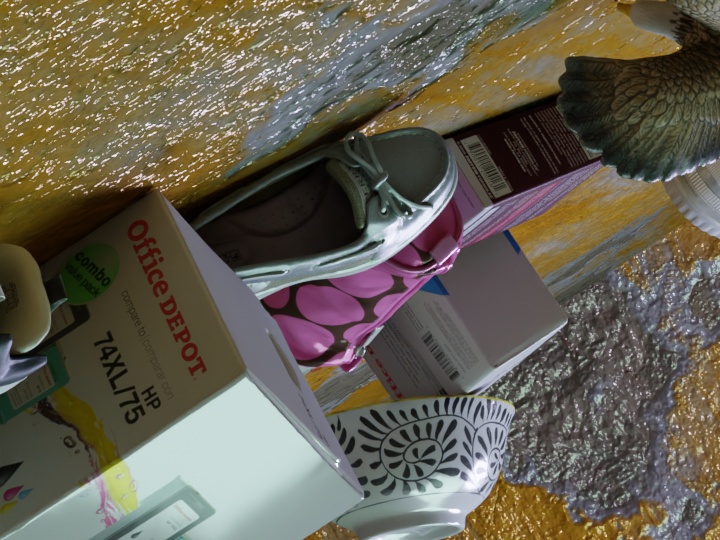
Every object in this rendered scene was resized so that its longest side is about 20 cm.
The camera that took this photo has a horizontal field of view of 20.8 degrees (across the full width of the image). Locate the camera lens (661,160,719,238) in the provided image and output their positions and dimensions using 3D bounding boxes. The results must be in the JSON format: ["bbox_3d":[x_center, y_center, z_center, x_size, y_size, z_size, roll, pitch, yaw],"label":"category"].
[{"bbox_3d":[0.385,-0.131,1.805,0.160,0.160,0.200,-27,171,-32],"label":"camera lens"}]

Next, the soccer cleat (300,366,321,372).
[{"bbox_3d":[-0.061,0.049,1.523,0.200,0.069,0.078,-37,144,-23],"label":"soccer cleat"}]

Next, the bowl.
[{"bbox_3d":[0.035,0.174,1.618,0.200,0.094,0.201,-7,163,-2],"label":"bowl"}]

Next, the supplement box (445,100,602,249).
[{"bbox_3d":[0.102,-0.068,1.459,0.200,0.061,0.109,-22,168,-49],"label":"supplement box"}]

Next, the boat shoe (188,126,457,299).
[{"bbox_3d":[-0.028,-0.032,1.144,0.202,0.075,0.065,-22,170,-18],"label":"boat shoe"}]

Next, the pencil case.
[{"bbox_3d":[0.000,0.000,1.359,0.091,0.094,0.200,-33,173,-31],"label":"pencil case"}]

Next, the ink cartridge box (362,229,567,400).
[{"bbox_3d":[0.066,0.031,1.609,0.084,0.146,0.200,-31,173,-24],"label":"ink cartridge box"}]

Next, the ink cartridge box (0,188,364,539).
[{"bbox_3d":[-0.132,0.092,1.041,0.200,0.147,0.146,-34,139,4],"label":"ink cartridge box"}]

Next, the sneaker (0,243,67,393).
[{"bbox_3d":[-0.194,0.042,0.910,0.129,0.080,0.199,-22,160,-10],"label":"sneaker"}]

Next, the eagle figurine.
[{"bbox_3d":[0.223,-0.145,1.244,0.151,0.152,0.200,-14,-173,29],"label":"eagle figurine"}]
